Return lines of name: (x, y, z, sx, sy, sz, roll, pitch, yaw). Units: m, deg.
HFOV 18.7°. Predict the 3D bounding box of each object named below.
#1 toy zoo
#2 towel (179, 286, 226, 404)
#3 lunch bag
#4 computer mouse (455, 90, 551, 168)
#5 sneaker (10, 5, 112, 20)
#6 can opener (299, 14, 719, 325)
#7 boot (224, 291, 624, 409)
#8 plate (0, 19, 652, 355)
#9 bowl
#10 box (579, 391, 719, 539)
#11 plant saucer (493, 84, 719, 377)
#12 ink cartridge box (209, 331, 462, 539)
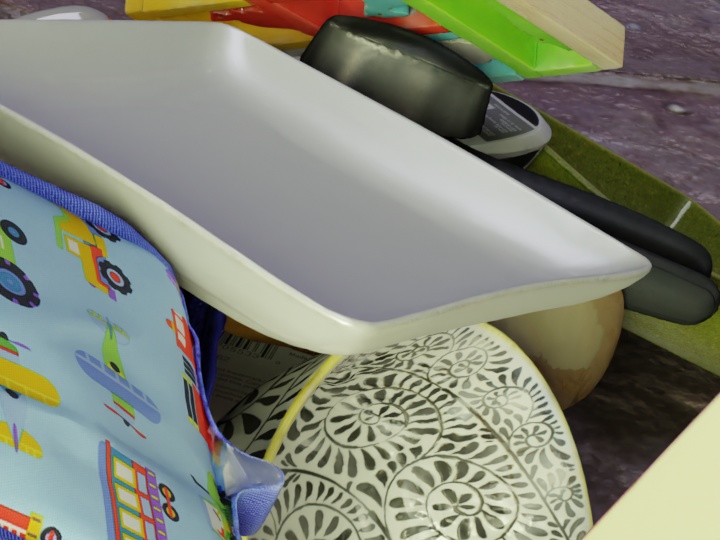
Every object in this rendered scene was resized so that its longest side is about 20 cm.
toy zoo: (-0.006, -0.104, 0.921, 0.200, 0.021, 0.131, -3, -14, 32)
towel: (-0.091, 0.089, 0.698, 0.049, 0.200, 0.148, 22, 28, -5)
lunch bag: (-0.106, 0.029, 0.524, 0.200, 0.094, 0.151, 17, 33, -28)
computer mouse: (-0.007, -0.041, 0.963, 0.200, 0.044, 0.110, -8, 28, -22)
sneaker: (-0.175, -0.042, 0.899, 0.200, 0.078, 0.112, -24, 38, -6)
can opener: (0.057, -0.027, 0.886, 0.200, 0.079, 0.063, 28, 36, -8)
boot: (-0.001, 0.001, 0.844, 0.144, 0.071, 0.201, 20, 6, 38)
plate: (-0.030, -0.027, 0.703, 0.200, 0.032, 0.199, 31, 21, 25)
bowl: (-0.011, 0.112, 0.732, 0.094, 0.201, 0.201, -1, 16, 39)
box: (0.143, 0.131, 0.638, 0.176, 0.200, 0.097, 48, 39, 15)
plant saucer: (0.140, -0.007, 1.060, 0.200, 0.048, 0.200, 25, 15, -37)
ink cartridge box: (-0.014, 0.055, 0.910, 0.145, 0.083, 0.200, 15, 27, 8)
